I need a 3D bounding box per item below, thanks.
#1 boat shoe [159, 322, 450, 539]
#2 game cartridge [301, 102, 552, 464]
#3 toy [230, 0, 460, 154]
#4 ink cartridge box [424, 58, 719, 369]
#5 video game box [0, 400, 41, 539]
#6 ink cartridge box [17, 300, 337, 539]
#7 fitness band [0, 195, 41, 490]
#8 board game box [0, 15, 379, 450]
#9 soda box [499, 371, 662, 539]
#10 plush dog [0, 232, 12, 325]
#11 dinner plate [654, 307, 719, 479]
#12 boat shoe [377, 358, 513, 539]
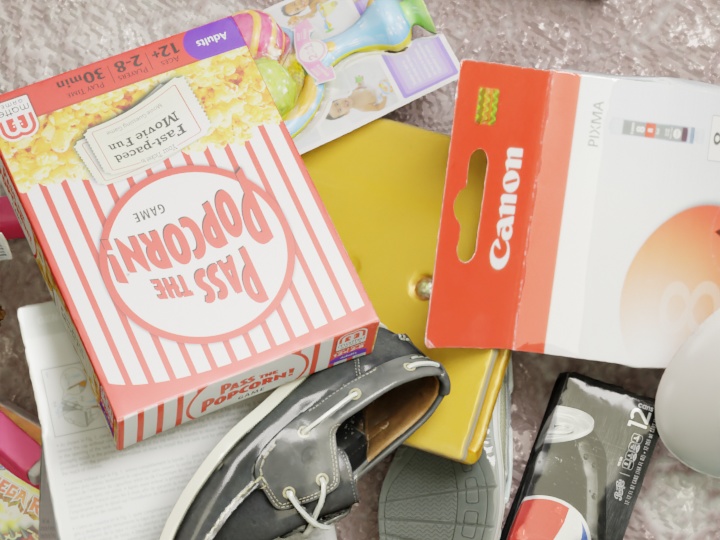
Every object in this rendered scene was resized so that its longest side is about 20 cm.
[{"bbox_3d":[-0.034,0.109,1.410,0.068,0.072,0.200,34,67,28],"label":"boat shoe"},{"bbox_3d":[0.000,0.000,1.505,0.200,0.032,0.177,16,88,26],"label":"game cartridge"},{"bbox_3d":[-0.053,-0.118,1.510,0.200,0.047,0.115,-23,50,-4],"label":"toy"},{"bbox_3d":[0.132,-0.030,1.451,0.200,0.050,0.163,3,96,-42],"label":"ink cartridge box"},{"bbox_3d":[-0.167,0.201,1.525,0.200,0.047,0.182,29,86,0],"label":"video game box"},{"bbox_3d":[-0.103,0.106,1.453,0.160,0.047,0.200,-11,89,-24],"label":"ink cartridge box"},{"bbox_3d":[-0.172,0.042,1.503,0.200,0.037,0.144,41,73,16],"label":"fitness band"},{"bbox_3d":[-0.099,-0.023,1.412,0.151,0.046,0.200,-21,70,-15],"label":"board game box"},{"bbox_3d":[0.113,0.161,1.515,0.063,0.071,0.200,19,87,0],"label":"soda box"},{"bbox_3d":[-0.266,-0.059,1.465,0.160,0.200,0.172,20,48,-30],"label":"plush dog"},{"bbox_3d":[0.262,0.062,1.468,0.200,0.200,0.024,-16,52,-1],"label":"dinner plate"},{"bbox_3d":[0.056,0.102,1.521,0.074,0.065,0.202,1,87,23],"label":"boat shoe"}]
